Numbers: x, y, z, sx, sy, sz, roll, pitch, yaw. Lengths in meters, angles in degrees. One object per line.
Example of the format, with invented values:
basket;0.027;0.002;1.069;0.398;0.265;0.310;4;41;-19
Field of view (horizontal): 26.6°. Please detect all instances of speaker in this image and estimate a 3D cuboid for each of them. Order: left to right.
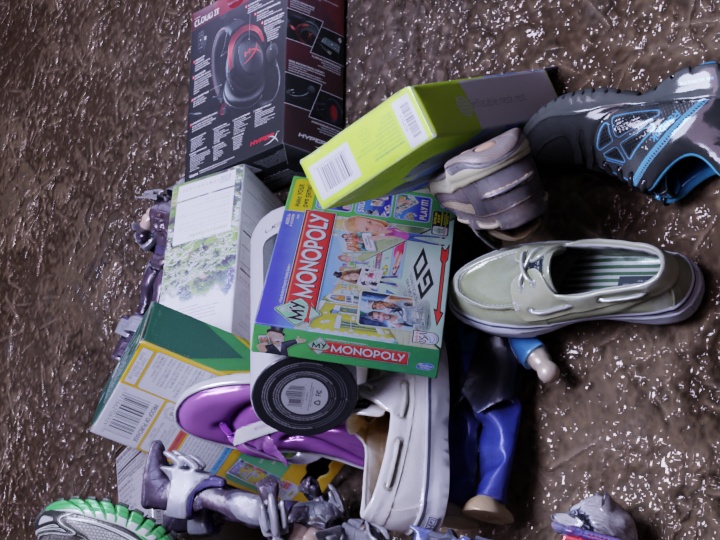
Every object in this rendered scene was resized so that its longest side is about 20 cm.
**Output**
speaker;-0.046;0.034;1.186;0.081;0.081;0.200;-49;25;27

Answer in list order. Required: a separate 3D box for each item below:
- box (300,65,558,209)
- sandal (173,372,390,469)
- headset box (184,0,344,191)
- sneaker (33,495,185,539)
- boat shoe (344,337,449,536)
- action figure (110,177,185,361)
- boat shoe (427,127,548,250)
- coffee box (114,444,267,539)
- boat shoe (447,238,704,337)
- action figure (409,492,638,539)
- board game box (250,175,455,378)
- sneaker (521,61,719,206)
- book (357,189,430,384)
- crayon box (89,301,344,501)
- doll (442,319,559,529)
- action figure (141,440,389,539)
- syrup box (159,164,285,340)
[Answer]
box;0.063;-0.102;1.148;0.122;0.200;0.048;-31;80;38
sandal;-0.049;0.127;1.191;0.050;0.202;0.083;-79;-4;-51
headset box;-0.089;-0.182;1.419;0.148;0.075;0.201;-18;65;44
sneaker;-0.171;0.242;1.195;0.085;0.200;0.078;-60;-9;-24
boat shoe;0.024;0.108;1.141;0.071;0.070;0.200;118;160;-47
action figure;-0.190;-0.002;1.488;0.130;0.069;0.200;11;83;57
boat shoe;0.096;-0.050;1.112;0.074;0.200;0.073;-25;88;3
coffee box;-0.141;0.239;1.307;0.080;0.113;0.200;-43;47;50
boat shoe;0.143;0.003;1.077;0.200;0.062;0.072;-5;62;35
action figure;0.124;0.236;1.025;0.200;0.105;0.194;21;89;25
board game box;0.000;0.000;1.147;0.200;0.134;0.029;-80;-2;-54
sneaker;0.190;-0.086;1.071;0.200;0.073;0.082;-12;71;48
book;-0.010;0.005;1.298;0.133;0.048;0.201;4;85;51
crayon box;-0.107;0.117;1.259;0.126;0.200;0.052;-55;17;39
doll;0.095;0.089;1.142;0.136;0.048;0.200;-21;56;48
action figure;-0.071;0.189;1.197;0.200;0.130;0.070;9;79;20
syrup box;-0.122;0.014;1.346;0.079;0.081;0.200;-16;53;24
